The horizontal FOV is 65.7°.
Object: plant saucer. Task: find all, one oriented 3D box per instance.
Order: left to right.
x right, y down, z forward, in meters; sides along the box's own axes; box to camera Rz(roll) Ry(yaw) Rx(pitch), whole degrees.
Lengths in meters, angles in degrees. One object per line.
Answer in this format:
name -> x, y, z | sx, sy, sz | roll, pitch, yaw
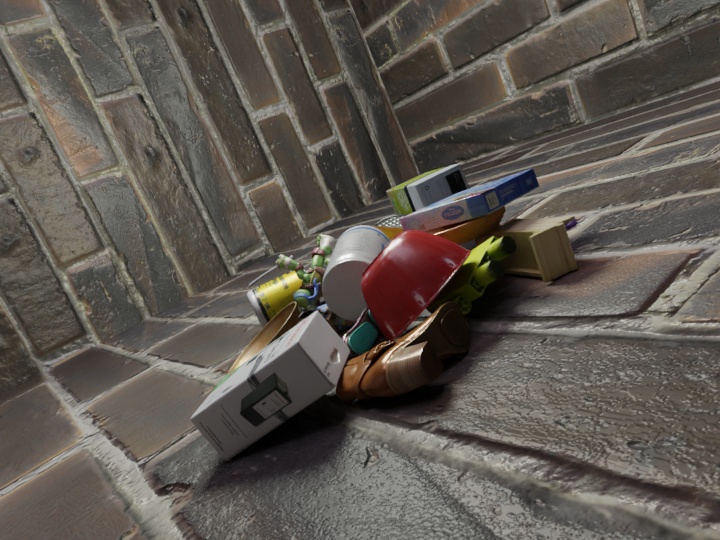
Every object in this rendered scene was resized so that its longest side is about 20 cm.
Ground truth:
plant saucer -> -0.181, 0.146, 1.087 | 0.200, 0.035, 0.200 | -45, 11, 11
plant saucer -> 0.187, -0.079, 1.084 | 0.200, 0.038, 0.200 | -21, 7, 3

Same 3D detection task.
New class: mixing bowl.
mixing bowl -> 0.073, 0.008, 0.905 | 0.200, 0.108, 0.200 | -48, -2, -3

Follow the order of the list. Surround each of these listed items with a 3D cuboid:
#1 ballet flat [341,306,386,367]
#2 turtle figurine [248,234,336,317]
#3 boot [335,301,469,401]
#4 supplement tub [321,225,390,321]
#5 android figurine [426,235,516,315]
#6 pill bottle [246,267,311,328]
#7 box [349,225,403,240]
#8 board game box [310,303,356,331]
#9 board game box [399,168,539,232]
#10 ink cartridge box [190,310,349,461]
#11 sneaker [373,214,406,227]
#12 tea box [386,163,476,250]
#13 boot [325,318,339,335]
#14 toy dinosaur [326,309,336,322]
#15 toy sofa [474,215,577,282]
ballet flat -> 0.012, 0.108, 0.967 | 0.071, 0.069, 0.200 | -40, -1, 38
turtle figurine -> -0.129, 0.016, 1.227 | 0.200, 0.144, 0.194 | -37, 11, 43
boot -> 0.061, 0.115, 0.796 | 0.154, 0.074, 0.200 | -24, 3, 35
supplement tub -> 0.000, 0.000, 1.113 | 0.132, 0.132, 0.200 | -21, 20, 14
android figurine -> 0.178, 0.016, 0.945 | 0.182, 0.041, 0.200 | -54, 8, -38
pill bottle -> -0.178, 0.064, 1.426 | 0.200, 0.113, 0.112 | -26, 11, -11
box -> 0.059, -0.057, 1.280 | 0.199, 0.042, 0.119 | 1, -23, -14
board game box -> -0.017, 0.083, 1.197 | 0.199, 0.035, 0.135 | -22, 12, 12
board game box -> 0.212, -0.132, 1.090 | 0.199, 0.044, 0.200 | -15, 9, 47
ink cartridge box -> -0.125, 0.161, 0.813 | 0.200, 0.084, 0.146 | -36, 7, 13
sneaker -> 0.069, -0.062, 1.416 | 0.202, 0.077, 0.146 | -29, -25, 17
tea box -> 0.187, -0.140, 1.387 | 0.133, 0.201, 0.197 | -26, 10, -14
boot -> -0.129, 0.153, 1.002 | 0.200, 0.076, 0.074 | -30, 15, -20
toy dinosaur -> -0.110, 0.144, 1.103 | 0.200, 0.060, 0.106 | -38, 1, -3
toy sofa -> 0.298, -0.040, 0.988 | 0.097, 0.083, 0.200 | -23, 10, -16
